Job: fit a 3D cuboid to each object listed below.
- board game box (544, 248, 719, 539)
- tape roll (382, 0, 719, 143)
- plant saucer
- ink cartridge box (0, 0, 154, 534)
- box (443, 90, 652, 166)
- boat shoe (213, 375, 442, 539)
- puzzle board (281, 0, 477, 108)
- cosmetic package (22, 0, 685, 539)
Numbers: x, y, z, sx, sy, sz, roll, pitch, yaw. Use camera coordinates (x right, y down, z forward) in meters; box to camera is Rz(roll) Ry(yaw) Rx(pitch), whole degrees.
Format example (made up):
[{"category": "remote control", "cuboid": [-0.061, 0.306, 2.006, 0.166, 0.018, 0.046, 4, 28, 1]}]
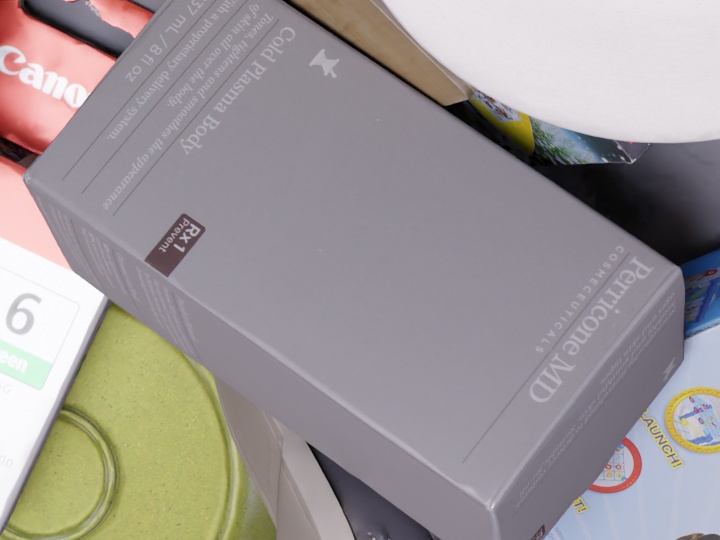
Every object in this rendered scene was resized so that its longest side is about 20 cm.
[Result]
[{"category": "board game box", "cuboid": [0.132, 0.100, 1.014, 0.195, 0.056, 0.200, -24, 112, 25]}, {"category": "tape roll", "cuboid": [0.086, -0.135, 0.793, 0.202, 0.037, 0.204, 3, 115, 6]}, {"category": "plant saucer", "cuboid": [-0.121, 0.076, 1.060, 0.199, 0.031, 0.201, -1, 100, -4]}, {"category": "ink cartridge box", "cuboid": [-0.139, -0.012, 1.003, 0.109, 0.050, 0.201, 26, 97, -2]}, {"category": "box", "cuboid": [0.010, -0.117, 0.902, 0.200, 0.038, 0.137, 48, 166, -15]}, {"category": "boat shoe", "cuboid": [-0.010, 0.046, 0.992, 0.062, 0.200, 0.073, -8, 140, -16]}, {"category": "puzzle board", "cuboid": [-0.052, -0.125, 0.927, 0.200, 0.017, 0.151, 44, 167, -11]}, {"category": "cosmetic package", "cuboid": [0.000, 0.000, 0.917, 0.200, 0.107, 0.090, 32, 164, 21]}]
